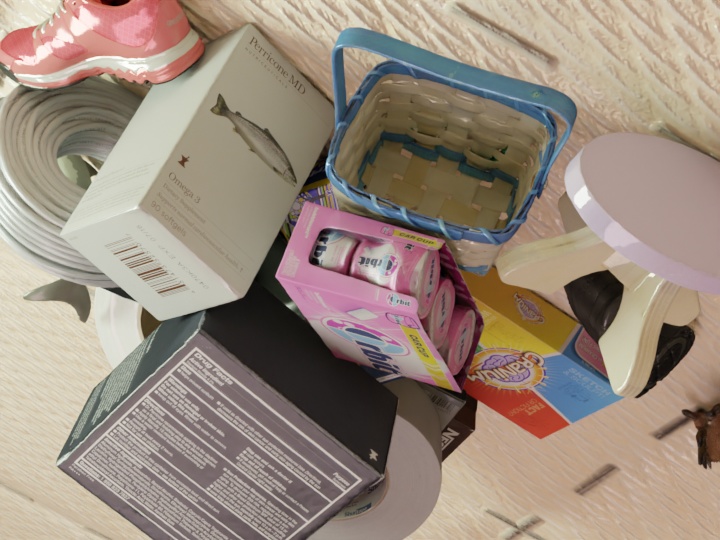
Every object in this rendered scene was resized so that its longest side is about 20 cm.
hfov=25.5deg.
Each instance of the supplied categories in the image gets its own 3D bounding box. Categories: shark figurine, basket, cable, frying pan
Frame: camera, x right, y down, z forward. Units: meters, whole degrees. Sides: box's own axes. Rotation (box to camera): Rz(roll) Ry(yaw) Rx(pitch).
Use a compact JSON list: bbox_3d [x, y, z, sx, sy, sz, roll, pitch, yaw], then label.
[{"bbox_3d":[-0.270,-0.070,1.490,0.128,0.215,0.089,-28,168,20],"label":"shark figurine"},{"bbox_3d":[0.058,-0.095,1.178,0.176,0.139,0.200,21,157,5],"label":"basket"},{"bbox_3d":[-0.227,-0.080,1.354,0.200,0.200,0.069,7,141,-28],"label":"cable"},{"bbox_3d":[-0.084,0.035,1.419,0.115,0.031,0.190,9,123,31],"label":"frying pan"}]

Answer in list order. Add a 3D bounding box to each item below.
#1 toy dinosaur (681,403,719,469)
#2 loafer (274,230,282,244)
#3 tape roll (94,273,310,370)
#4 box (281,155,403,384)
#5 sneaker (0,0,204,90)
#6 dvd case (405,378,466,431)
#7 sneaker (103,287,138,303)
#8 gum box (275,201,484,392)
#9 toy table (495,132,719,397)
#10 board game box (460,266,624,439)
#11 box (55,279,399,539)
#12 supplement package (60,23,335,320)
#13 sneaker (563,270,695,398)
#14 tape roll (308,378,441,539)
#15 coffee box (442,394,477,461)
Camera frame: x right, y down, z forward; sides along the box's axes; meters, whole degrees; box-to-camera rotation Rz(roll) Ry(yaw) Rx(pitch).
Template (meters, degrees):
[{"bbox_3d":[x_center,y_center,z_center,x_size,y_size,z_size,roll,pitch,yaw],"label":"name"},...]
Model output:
[{"bbox_3d":[0.359,0.133,1.375,0.136,0.086,0.200,30,144,6],"label":"toy dinosaur"},{"bbox_3d":[-0.045,-0.015,1.449,0.070,0.070,0.200,-2,132,45],"label":"loafer"},{"bbox_3d":[-0.150,0.045,1.512,0.202,0.071,0.203,8,112,19],"label":"tape roll"},{"bbox_3d":[0.000,0.000,1.375,0.070,0.064,0.200,-18,116,23],"label":"box"},{"bbox_3d":[-0.222,-0.203,1.301,0.200,0.074,0.087,1,128,28],"label":"sneaker"},{"bbox_3d":[-0.014,0.151,1.512,0.150,0.025,0.200,28,123,-13],"label":"dvd case"},{"bbox_3d":[-0.235,-0.014,1.398,0.200,0.072,0.083,18,-170,5],"label":"sneaker"},{"bbox_3d":[0.019,0.022,1.231,0.113,0.066,0.200,15,163,19],"label":"gum box"},{"bbox_3d":[0.208,-0.012,1.166,0.200,0.184,0.117,22,134,-22],"label":"toy table"},{"bbox_3d":[0.133,0.072,1.474,0.200,0.040,0.153,32,148,-12],"label":"board game box"},{"bbox_3d":[-0.107,0.135,1.337,0.200,0.123,0.198,40,119,-15],"label":"box"},{"bbox_3d":[-0.125,-0.078,1.275,0.117,0.200,0.117,43,145,-26],"label":"supplement package"},{"bbox_3d":[0.222,0.040,1.343,0.091,0.076,0.200,46,176,33],"label":"sneaker"},{"bbox_3d":[-0.025,0.171,1.469,0.200,0.066,0.200,1,126,2],"label":"tape roll"},{"bbox_3d":[0.014,0.166,1.584,0.113,0.080,0.200,32,122,-16],"label":"coffee box"}]
